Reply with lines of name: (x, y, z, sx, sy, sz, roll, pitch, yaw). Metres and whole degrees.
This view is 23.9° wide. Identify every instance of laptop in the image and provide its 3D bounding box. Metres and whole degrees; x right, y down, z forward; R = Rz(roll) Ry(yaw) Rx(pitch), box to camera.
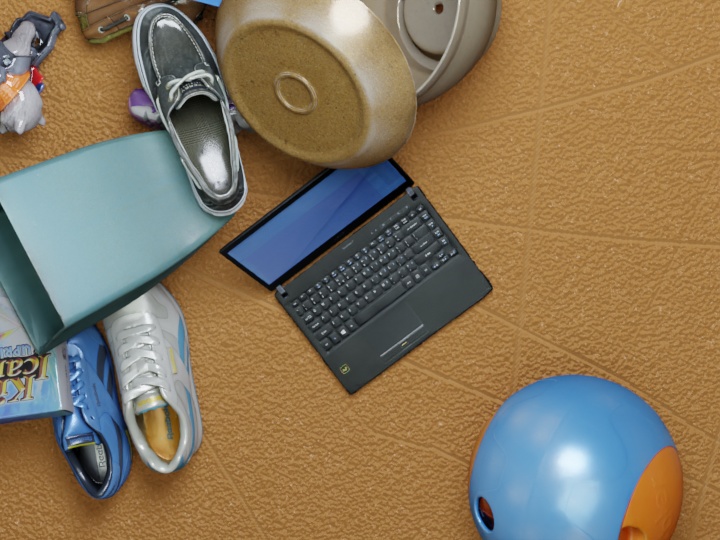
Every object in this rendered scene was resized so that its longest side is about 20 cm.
laptop: (0.000, 0.000, 1.592, 0.177, 0.103, 0.201, -36, 98, 8)

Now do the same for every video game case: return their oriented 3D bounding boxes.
video game case: (-0.379, 0.058, 1.605, 0.198, 0.045, 0.183, -9, 81, 4)

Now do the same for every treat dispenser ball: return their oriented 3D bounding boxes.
treat dispenser ball: (0.198, 0.198, 1.578, 0.199, 0.201, 0.203, 0, 101, 1)

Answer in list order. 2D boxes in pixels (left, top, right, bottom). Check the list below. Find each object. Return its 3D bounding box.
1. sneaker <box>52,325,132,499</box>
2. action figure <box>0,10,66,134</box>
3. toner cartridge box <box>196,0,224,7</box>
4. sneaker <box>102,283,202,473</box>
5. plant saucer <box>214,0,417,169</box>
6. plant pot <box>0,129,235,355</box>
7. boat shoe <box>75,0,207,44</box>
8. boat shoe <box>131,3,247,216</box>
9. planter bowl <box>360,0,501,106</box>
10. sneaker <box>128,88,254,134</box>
sneaker: (-0.269, 0.122, 1.633, 0.065, 0.078, 0.202, -16, 99, 6)
action figure: (-0.377, -0.181, 1.564, 0.193, 0.105, 0.201, 36, 97, 4)
toner cartridge box: (-0.112, -0.276, 1.478, 0.199, 0.043, 0.096, 17, 102, 16)
sneaker: (-0.199, 0.095, 1.624, 0.076, 0.081, 0.202, -17, 99, 5)
plant saucer: (-0.048, -0.160, 1.448, 0.199, 0.035, 0.201, 21, 137, 20)
plant pot: (-0.226, -0.041, 1.545, 0.199, 0.141, 0.142, -28, 88, -24)
boat shoe: (-0.166, -0.255, 1.566, 0.198, 0.072, 0.069, -9, 102, 13)
boat shoe: (-0.144, -0.148, 1.499, 0.072, 0.071, 0.201, -23, 85, -12)
planter bowl: (0.042, -0.236, 1.511, 0.199, 0.134, 0.202, 2, 93, 36)
sneaker: (-0.116, -0.172, 1.578, 0.198, 0.080, 0.089, -3, 89, 4)
